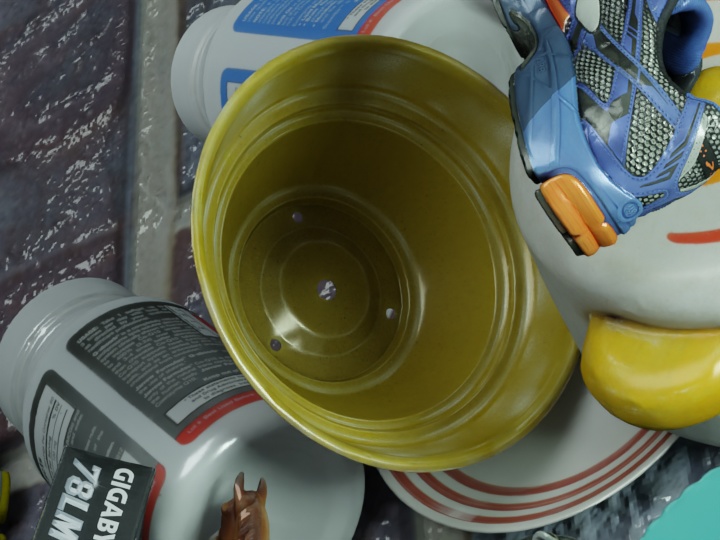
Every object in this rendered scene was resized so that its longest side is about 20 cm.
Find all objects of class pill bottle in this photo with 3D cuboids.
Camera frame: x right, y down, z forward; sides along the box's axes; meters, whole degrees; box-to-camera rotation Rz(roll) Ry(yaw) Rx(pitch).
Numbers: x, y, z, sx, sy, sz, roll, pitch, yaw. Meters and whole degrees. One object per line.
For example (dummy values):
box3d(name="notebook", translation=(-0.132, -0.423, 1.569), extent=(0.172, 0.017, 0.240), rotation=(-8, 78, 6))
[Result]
box3d(name="pill bottle", translation=(-0.097, 0.081, 1.006), extent=(0.116, 0.116, 0.200), rotation=(-52, 41, -5))
box3d(name="pill bottle", translation=(-0.013, -0.097, 1.069), extent=(0.200, 0.112, 0.112), rotation=(14, 69, 51))

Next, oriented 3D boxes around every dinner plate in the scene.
box3d(name="dinner plate", translation=(0.089, 0.036, 0.953), extent=(0.200, 0.024, 0.200), rotation=(-22, 48, 27))

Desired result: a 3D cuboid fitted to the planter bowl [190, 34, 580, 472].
box3d(name="planter bowl", translation=(0.000, 0.000, 0.929), extent=(0.083, 0.200, 0.200), rotation=(-29, 37, 59))

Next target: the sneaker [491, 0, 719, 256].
box3d(name="sneaker", translation=(0.097, -0.095, 0.788), extent=(0.078, 0.075, 0.200), rotation=(-18, 55, 14))

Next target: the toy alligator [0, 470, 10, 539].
box3d(name="toy alligator", translation=(-0.229, 0.125, 1.134), extent=(0.054, 0.059, 0.200), rotation=(113, 159, -46))

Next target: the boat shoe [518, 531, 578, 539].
box3d(name="boat shoe", translation=(0.066, 0.135, 0.807), extent=(0.071, 0.072, 0.200), rotation=(-53, 9, -12))

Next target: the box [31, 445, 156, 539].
box3d(name="box", translation=(-0.145, 0.213, 0.871), extent=(0.199, 0.050, 0.200), rotation=(-79, 4, -51))

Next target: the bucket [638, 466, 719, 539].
box3d(name="bucket", translation=(0.177, 0.158, 0.666), extent=(0.207, 0.135, 0.207), rotation=(-13, 48, 15))

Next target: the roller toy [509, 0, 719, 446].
box3d(name="roller toy", translation=(0.157, -0.032, 0.836), extent=(0.200, 0.140, 0.182), rotation=(-32, 48, 0))

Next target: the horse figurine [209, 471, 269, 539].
box3d(name="horse figurine", translation=(-0.076, 0.195, 0.848), extent=(0.133, 0.050, 0.200), rotation=(-61, 4, 34))
